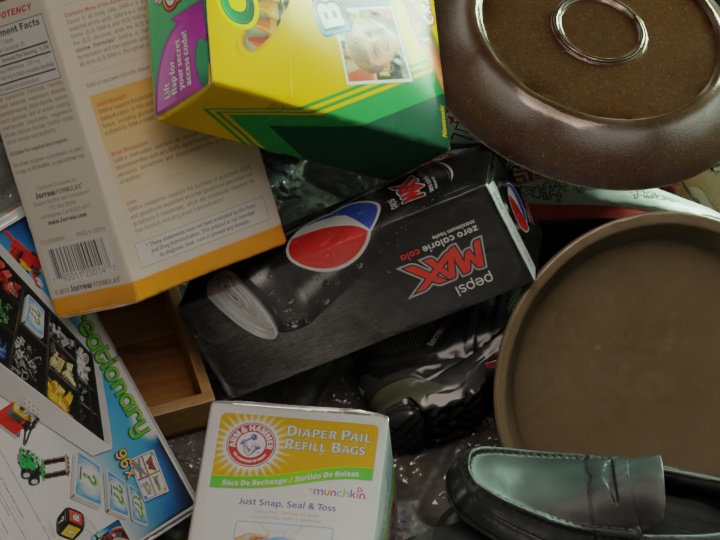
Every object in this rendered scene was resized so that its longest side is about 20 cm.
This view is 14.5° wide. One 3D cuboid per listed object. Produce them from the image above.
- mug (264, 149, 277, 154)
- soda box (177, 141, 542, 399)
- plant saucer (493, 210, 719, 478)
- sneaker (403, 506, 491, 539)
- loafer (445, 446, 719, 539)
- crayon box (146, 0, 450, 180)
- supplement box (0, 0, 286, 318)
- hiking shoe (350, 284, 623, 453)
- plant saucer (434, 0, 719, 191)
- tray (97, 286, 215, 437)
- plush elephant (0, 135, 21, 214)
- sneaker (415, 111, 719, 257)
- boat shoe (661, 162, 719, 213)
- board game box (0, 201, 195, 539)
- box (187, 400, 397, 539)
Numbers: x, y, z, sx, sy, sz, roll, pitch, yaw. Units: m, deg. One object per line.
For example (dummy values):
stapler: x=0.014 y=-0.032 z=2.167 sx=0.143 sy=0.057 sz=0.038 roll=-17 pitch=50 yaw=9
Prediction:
mug: x=-0.068 y=-0.185 z=1.744 sx=0.153 sy=0.150 sz=0.187 roll=30 pitch=69 yaw=24
soda box: x=0.000 y=0.000 z=1.613 sx=0.199 sy=0.071 sz=0.063 roll=-22 pitch=22 yaw=17
plant saucer: x=0.169 y=0.066 z=1.611 sx=0.199 sy=0.029 sz=0.201 roll=-1 pitch=95 yaw=-12
sneaker: x=0.041 y=0.192 z=1.537 sx=0.084 sy=0.075 sz=0.200 roll=36 pitch=39 yaw=8
loafer: x=0.145 y=0.127 z=1.554 sx=0.200 sy=0.071 sz=0.068 roll=14 pitch=41 yaw=-15
crayon box: x=-0.039 y=-0.166 z=1.569 sx=0.172 sy=0.058 sz=0.201 roll=14 pitch=61 yaw=-41
supplement box: x=-0.132 y=-0.089 z=1.564 sx=0.126 sy=0.073 sz=0.201 roll=-22 pitch=98 yaw=-46
hiking shoe: x=0.083 y=0.023 z=1.659 sx=0.199 sy=0.076 sz=0.101 roll=-24 pitch=66 yaw=-15
plant saucer: x=0.134 y=-0.130 z=1.632 sx=0.199 sy=0.032 sz=0.201 roll=8 pitch=49 yaw=-9
tray: x=-0.193 y=0.067 z=1.645 sx=0.199 sy=0.037 sz=0.099 roll=-15 pitch=61 yaw=-10
plush elephant: x=-0.185 y=-0.074 z=1.667 sx=0.164 sy=0.200 sz=0.156 roll=-19 pitch=80 yaw=-22
sneaker: x=0.132 y=-0.060 z=1.710 sx=0.200 sy=0.067 sz=0.108 roll=3 pitch=60 yaw=9
boat shoe: x=0.220 y=-0.061 z=1.722 sx=0.072 sy=0.065 sz=0.200 roll=-26 pitch=64 yaw=-17
board game box: x=-0.190 y=0.079 z=1.574 sx=0.126 sy=0.035 sz=0.201 roll=-31 pitch=101 yaw=-19
box: x=-0.042 y=0.185 z=1.533 sx=0.101 sy=0.113 sz=0.201 roll=4 pitch=59 yaw=6
